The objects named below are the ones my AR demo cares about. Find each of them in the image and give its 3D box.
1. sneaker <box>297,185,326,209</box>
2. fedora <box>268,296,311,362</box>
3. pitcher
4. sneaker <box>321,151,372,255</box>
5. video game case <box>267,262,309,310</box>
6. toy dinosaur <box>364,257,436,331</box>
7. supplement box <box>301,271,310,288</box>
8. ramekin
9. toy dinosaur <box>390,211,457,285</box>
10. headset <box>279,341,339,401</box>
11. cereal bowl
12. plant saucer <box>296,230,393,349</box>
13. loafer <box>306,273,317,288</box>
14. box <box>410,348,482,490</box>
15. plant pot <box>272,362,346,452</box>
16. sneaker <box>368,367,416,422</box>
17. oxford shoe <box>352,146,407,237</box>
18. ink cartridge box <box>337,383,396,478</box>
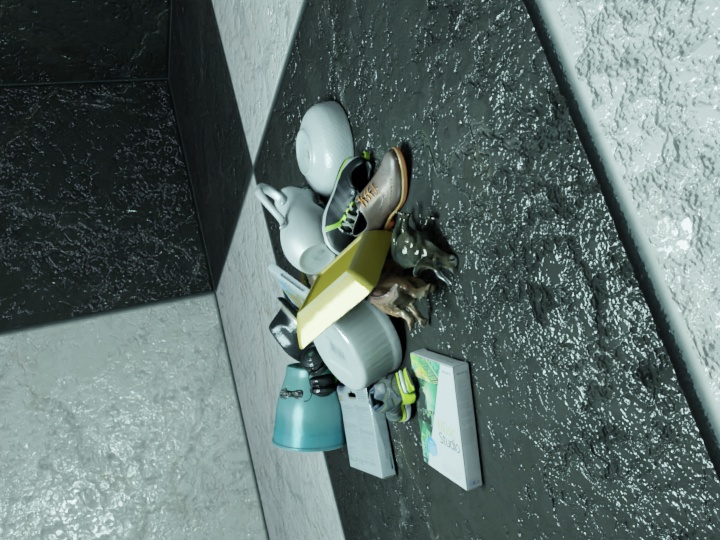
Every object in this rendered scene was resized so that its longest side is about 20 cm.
[{"bbox_3d":[-0.125,-0.160,1.388,0.199,0.070,0.082,24,120,61],"label":"sneaker"},{"bbox_3d":[-0.169,0.167,1.484,0.201,0.092,0.201,45,173,7],"label":"fedora"},{"bbox_3d":[-0.134,-0.097,1.194,0.122,0.169,0.202,-51,42,26],"label":"pitcher"},{"bbox_3d":[-0.022,-0.130,1.107,0.082,0.070,0.206,4,84,59],"label":"sneaker"},{"bbox_3d":[-0.123,0.083,1.362,0.180,0.022,0.202,33,161,37],"label":"video game case"},{"bbox_3d":[0.051,0.036,0.966,0.133,0.199,0.088,23,99,18],"label":"toy dinosaur"},{"bbox_3d":[-0.105,-0.013,1.406,0.067,0.067,0.204,-126,31,-46],"label":"supplement box"},{"bbox_3d":[-0.016,0.138,1.148,0.200,0.097,0.204,41,149,31],"label":"ramekin"},{"bbox_3d":[0.079,-0.044,0.958,0.199,0.075,0.106,17,102,60],"label":"toy dinosaur"},{"bbox_3d":[-0.109,0.239,1.339,0.092,0.200,0.127,-9,107,25],"label":"headset"},{"bbox_3d":[-0.088,-0.260,1.248,0.199,0.081,0.207,170,90,-67],"label":"cereal bowl"},{"bbox_3d":[-0.036,0.018,1.029,0.199,0.048,0.201,-40,15,30],"label":"plant saucer"},{"bbox_3d":[-0.085,0.036,1.307,0.200,0.071,0.073,54,-163,-80],"label":"loafer"},{"bbox_3d":[0.142,0.246,0.975,0.144,0.035,0.207,-176,79,-67],"label":"box"},{"bbox_3d":[-0.126,0.335,1.456,0.199,0.194,0.194,179,91,-66],"label":"plant pot"},{"bbox_3d":[0.054,0.241,1.091,0.202,0.078,0.076,91,167,-58],"label":"sneaker"},{"bbox_3d":[0.032,-0.130,1.030,0.203,0.071,0.072,105,146,-44],"label":"oxford shoe"},{"bbox_3d":[0.009,0.359,1.324,0.199,0.040,0.206,158,102,-66],"label":"ink cartridge box"}]
